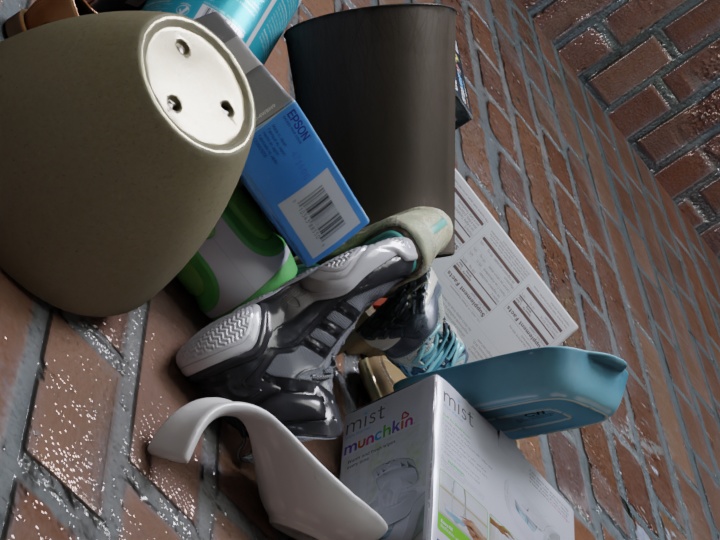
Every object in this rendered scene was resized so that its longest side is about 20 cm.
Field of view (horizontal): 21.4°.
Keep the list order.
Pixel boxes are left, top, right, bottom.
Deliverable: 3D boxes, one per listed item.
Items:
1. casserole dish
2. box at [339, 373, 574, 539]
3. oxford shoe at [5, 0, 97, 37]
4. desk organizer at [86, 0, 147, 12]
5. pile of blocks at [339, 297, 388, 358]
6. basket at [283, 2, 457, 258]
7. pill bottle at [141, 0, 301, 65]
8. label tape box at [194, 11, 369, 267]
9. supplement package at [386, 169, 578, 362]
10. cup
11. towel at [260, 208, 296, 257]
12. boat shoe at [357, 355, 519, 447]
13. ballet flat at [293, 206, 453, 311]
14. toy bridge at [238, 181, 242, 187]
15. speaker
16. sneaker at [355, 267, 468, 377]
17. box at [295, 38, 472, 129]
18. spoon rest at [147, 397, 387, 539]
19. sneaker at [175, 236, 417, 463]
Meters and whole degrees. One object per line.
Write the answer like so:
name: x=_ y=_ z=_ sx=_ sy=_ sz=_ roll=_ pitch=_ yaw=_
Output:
casserole dish: x=0.118 y=0.103 z=1.497 sx=0.121 sy=0.199 sz=0.039 roll=23 pitch=59 yaw=-49
box: x=0.077 y=0.211 z=1.437 sx=0.200 sy=0.096 sz=0.177 roll=44 pitch=33 yaw=-33
oxford shoe: x=-0.182 y=-0.137 z=1.469 sx=0.200 sy=0.071 sz=0.072 roll=47 pitch=17 yaw=-32
desk organizer: x=-0.192 y=-0.261 z=1.664 sx=0.077 sy=0.072 sz=0.200 roll=57 pitch=17 yaw=11
pile of blocks: x=-0.004 y=0.030 z=1.661 sx=0.083 sy=0.062 sz=0.200 roll=63 pitch=18 yaw=21
basket: x=0.015 y=-0.108 z=1.594 sx=0.135 sy=0.180 sz=0.202 roll=-3 pitch=88 yaw=-29
pill bottle: x=-0.116 y=-0.219 z=1.584 sx=0.111 sy=0.110 sz=0.201 roll=47 pitch=53 yaw=-27
label tape box: x=-0.086 y=-0.115 z=1.422 sx=0.200 sy=0.066 sz=0.144 roll=54 pitch=-2 yaw=44
supplement package: x=0.076 y=0.004 z=1.758 sx=0.200 sy=0.111 sz=0.156 roll=51 pitch=-9 yaw=-18
cup: x=-0.152 y=-0.089 z=1.244 sx=0.200 sy=0.143 sz=0.202 roll=30 pitch=46 yaw=-37
towel: x=-0.091 y=-0.115 z=1.661 sx=0.201 sy=0.022 sz=0.147 roll=-105 pitch=-178 yaw=-46
boat shoe: x=0.070 y=0.123 z=1.690 sx=0.200 sy=0.064 sz=0.072 roll=39 pitch=24 yaw=-44
ballet flat: x=0.000 y=0.000 z=1.505 sx=0.062 sy=0.199 sz=0.068 roll=-37 pitch=101 yaw=-43
toy bridge: x=-0.123 y=-0.094 z=1.620 sx=0.067 sy=0.027 sz=0.201 roll=43 pitch=22 yaw=-36
speaker: x=-0.135 y=-0.055 z=1.421 sx=0.200 sy=0.088 sz=0.089 roll=52 pitch=17 yaw=-14
sneaker: x=0.054 y=0.052 z=1.519 sx=0.086 sy=0.078 sz=0.200 roll=44 pitch=-1 yaw=0
box: x=0.005 y=-0.142 z=1.766 sx=0.046 sy=0.199 sz=0.159 roll=49 pitch=19 yaw=-28
spoon rest: x=-0.056 y=0.139 z=1.296 sx=0.200 sy=0.099 sz=0.061 roll=36 pitch=70 yaw=-42
sneaker: x=-0.028 y=0.060 z=1.380 sx=0.114 sy=0.199 sz=0.075 roll=63 pitch=-21 yaw=-3
